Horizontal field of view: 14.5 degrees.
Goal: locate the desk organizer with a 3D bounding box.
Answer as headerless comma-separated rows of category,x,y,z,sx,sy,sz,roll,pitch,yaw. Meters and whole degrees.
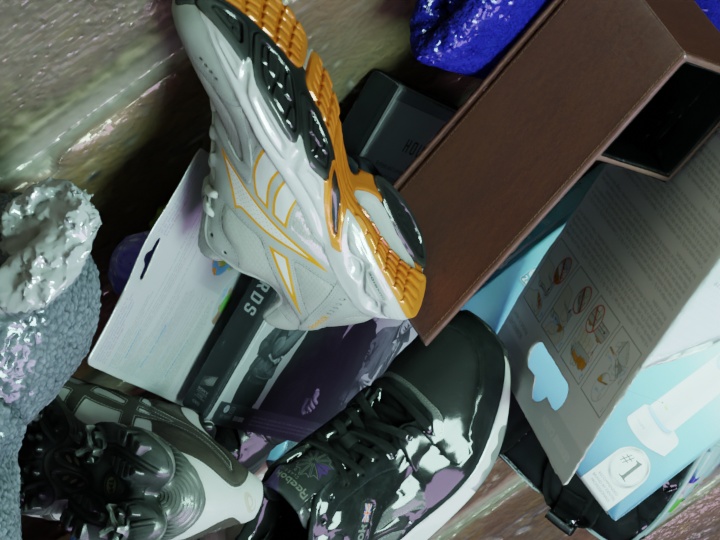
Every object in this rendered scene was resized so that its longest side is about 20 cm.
desk organizer,0.092,-0.053,1.369,0.071,0.077,0.200,13,126,-49

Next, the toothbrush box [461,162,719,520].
toothbrush box,0.166,0.011,1.513,0.200,0.147,0.085,-39,-172,4

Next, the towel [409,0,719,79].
towel,0.127,-0.144,1.391,0.199,0.050,0.148,8,122,-47

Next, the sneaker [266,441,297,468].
sneaker,0.019,0.118,1.726,0.199,0.096,0.079,-5,145,-44

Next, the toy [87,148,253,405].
toy,-0.092,0.004,1.432,0.116,0.047,0.200,-63,160,-3

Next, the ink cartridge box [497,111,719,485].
ink cartridge box,0.150,-0.001,1.382,0.050,0.162,0.201,25,106,-21

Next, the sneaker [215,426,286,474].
sneaker,-0.027,0.053,1.606,0.199,0.060,0.104,-20,151,-31

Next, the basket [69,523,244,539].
basket,-0.131,0.164,1.505,0.199,0.140,0.176,0,176,-29

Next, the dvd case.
dvd case,0.000,0.000,1.497,0.201,0.025,0.150,-60,150,7

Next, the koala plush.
koala plush,-0.192,0.048,1.305,0.200,0.183,0.177,-52,178,-17

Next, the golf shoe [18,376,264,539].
golf shoe,-0.127,0.094,1.411,0.094,0.200,0.078,6,103,-38

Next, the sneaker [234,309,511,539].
sneaker,-0.001,0.104,1.401,0.201,0.076,0.087,-56,148,2

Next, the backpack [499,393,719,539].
backpack,0.162,0.036,1.653,0.150,0.177,0.201,-36,162,-50

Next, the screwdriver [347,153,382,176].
screwdriver,-0.030,-0.069,1.371,0.029,0.028,0.200,-28,137,17

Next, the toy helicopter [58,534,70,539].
toy helicopter,-0.142,0.173,1.686,0.199,0.079,0.133,-14,137,-52

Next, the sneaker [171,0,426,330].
sneaker,-0.049,-0.045,1.315,0.091,0.076,0.201,-17,120,22
